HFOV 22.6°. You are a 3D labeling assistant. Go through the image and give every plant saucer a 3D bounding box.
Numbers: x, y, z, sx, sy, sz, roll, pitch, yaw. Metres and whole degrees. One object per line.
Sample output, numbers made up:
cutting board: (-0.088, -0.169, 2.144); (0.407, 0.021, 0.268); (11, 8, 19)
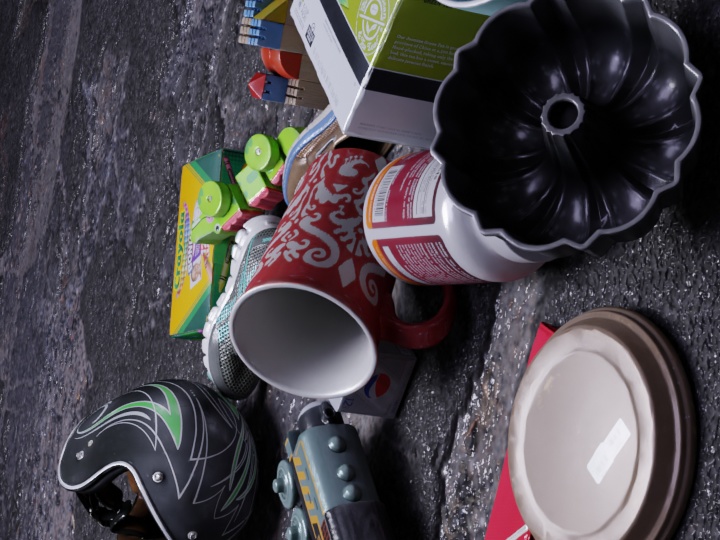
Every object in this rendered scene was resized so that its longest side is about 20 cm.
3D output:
plant saucer: (0.168, 0.126, 1.315); (0.199, 0.029, 0.203); (-18, 69, 55)

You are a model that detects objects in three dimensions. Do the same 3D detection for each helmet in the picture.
helmet: (-0.197, 0.211, 1.885); (0.189, 0.200, 0.202); (-10, 71, 28)

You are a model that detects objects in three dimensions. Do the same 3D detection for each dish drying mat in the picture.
dish drying mat: (0.135, 0.147, 1.411); (0.077, 0.018, 0.202); (32, 112, 63)

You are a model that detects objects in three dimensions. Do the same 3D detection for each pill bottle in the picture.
pill bottle: (0.092, -0.046, 1.447); (0.199, 0.112, 0.114); (-2, 81, 64)

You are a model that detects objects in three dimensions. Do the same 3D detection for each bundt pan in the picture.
bundt pan: (0.154, -0.098, 1.288); (0.200, 0.076, 0.204); (-7, 70, 20)

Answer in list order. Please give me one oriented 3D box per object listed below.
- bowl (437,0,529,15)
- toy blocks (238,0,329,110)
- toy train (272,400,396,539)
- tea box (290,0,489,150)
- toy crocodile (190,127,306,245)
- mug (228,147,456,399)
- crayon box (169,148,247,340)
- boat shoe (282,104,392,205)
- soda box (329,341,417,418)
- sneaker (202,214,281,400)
bowl: (0.148, -0.269, 1.368); (0.200, 0.104, 0.203); (-33, 44, 39)
toy blocks: (-0.056, -0.238, 1.774); (0.100, 0.135, 0.202); (22, 104, 63)
toy train: (-0.021, 0.215, 1.622); (0.115, 0.084, 0.201); (110, 151, -46)
tea box: (0.049, -0.242, 1.563); (0.198, 0.132, 0.201); (-65, 31, 31)
toy crocodile: (-0.108, -0.086, 1.889); (0.200, 0.067, 0.062); (-42, 61, 29)
mug: (-0.007, 0.006, 1.597); (0.134, 0.176, 0.201); (-55, 11, 44)
crayon box: (-0.160, -0.026, 2.021); (0.118, 0.058, 0.203); (-13, 72, 62)
boat shoe: (-0.017, -0.110, 1.734); (0.201, 0.072, 0.073); (-58, 36, 41)
soda box: (-0.018, 0.056, 1.699); (0.200, 0.063, 0.069); (54, 130, 54)
sneaker: (-0.108, 0.047, 1.882); (0.091, 0.077, 0.202); (36, 117, 57)
